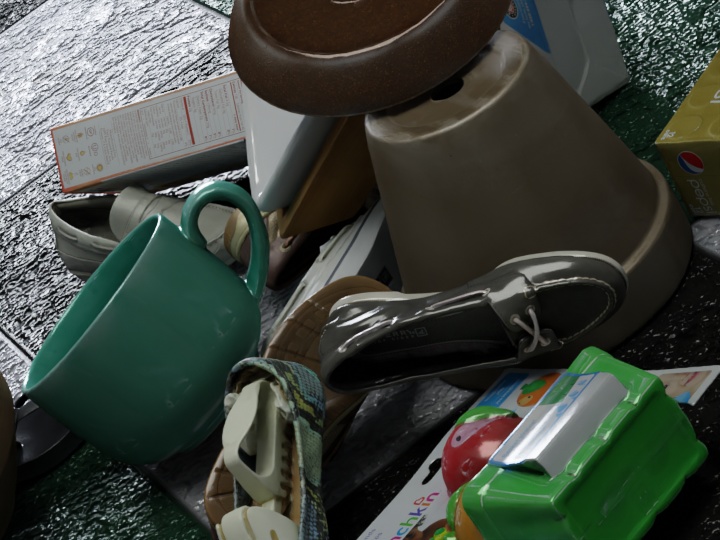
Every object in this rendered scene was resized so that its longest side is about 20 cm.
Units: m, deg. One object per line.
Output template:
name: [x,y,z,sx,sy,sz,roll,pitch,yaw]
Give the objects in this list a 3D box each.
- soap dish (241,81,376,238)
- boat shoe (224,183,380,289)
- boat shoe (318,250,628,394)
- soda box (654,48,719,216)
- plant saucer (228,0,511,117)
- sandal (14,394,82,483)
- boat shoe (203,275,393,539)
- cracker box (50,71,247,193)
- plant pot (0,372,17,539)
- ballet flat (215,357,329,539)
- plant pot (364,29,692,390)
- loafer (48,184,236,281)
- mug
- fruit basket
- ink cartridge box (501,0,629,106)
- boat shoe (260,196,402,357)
soap dish: [-0.023,-0.144,1.744,0.157,0.081,0.201,121,149,-47]
boat shoe: [0.000,-0.054,1.816,0.200,0.072,0.072,-32,54,-17]
boat shoe: [0.067,0.039,1.529,0.199,0.067,0.057,-11,39,22]
soda box: [0.275,-0.123,1.668,0.068,0.064,0.200,-1,40,42]
plant saucer: [0.002,-0.185,1.633,0.199,0.035,0.201,-12,50,14]
sandal: [-0.202,0.082,1.815,0.200,0.043,0.076,-38,30,-14]
boat shoe: [-0.039,0.094,1.608,0.200,0.072,0.072,-61,-6,-24]
cracker box: [-0.122,-0.109,1.960,0.199,0.058,0.134,-14,-5,27]
plant pot: [-0.303,0.152,1.723,0.200,0.093,0.201,-23,45,25]
ballet flat: [-0.058,0.139,1.496,0.074,0.074,0.201,-19,52,20]
plant pot: [0.091,-0.051,1.616,0.199,0.174,0.200,-23,31,14]
loafer: [-0.165,-0.030,1.929,0.199,0.070,0.070,-4,38,40]
mug: [-0.129,0.046,1.688,0.185,0.114,0.152,-42,15,36]
fruit basket: [0.090,0.112,1.443,0.185,0.094,0.200,-46,29,-26]
ink cartridge box: [0.098,-0.186,1.874,0.068,0.115,0.200,-33,27,-28]
boat shoe: [0.000,0.000,1.733,0.066,0.072,0.200,5,53,41]
